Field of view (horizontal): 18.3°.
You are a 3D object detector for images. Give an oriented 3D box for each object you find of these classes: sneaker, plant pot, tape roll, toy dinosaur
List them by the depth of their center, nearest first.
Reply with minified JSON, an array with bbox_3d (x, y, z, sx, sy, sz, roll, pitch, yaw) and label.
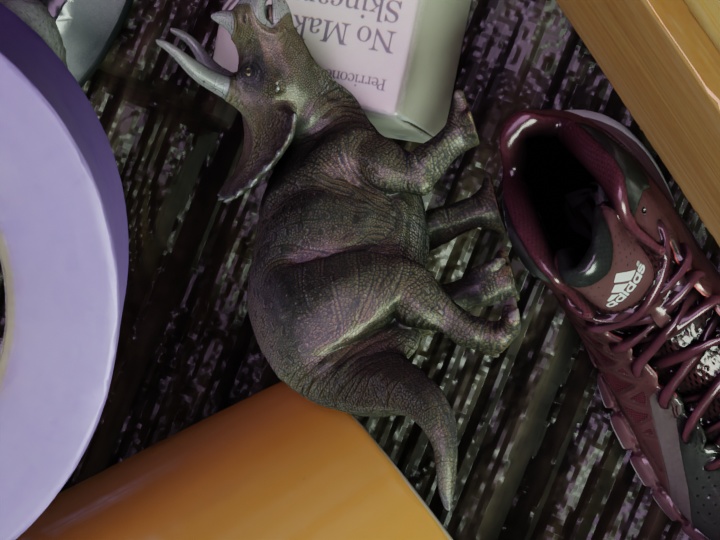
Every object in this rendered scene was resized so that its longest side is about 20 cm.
[{"bbox_3d":[-0.173,0.001,0.704,0.198,0.085,0.202,-1,103,-3],"label":"tape roll"},{"bbox_3d":[0.000,0.000,0.761,0.101,0.077,0.201,-14,65,6],"label":"toy dinosaur"},{"bbox_3d":[0.102,0.026,0.770,0.076,0.115,0.201,-38,75,10],"label":"sneaker"},{"bbox_3d":[-0.052,0.139,0.777,0.183,0.200,0.201,-38,75,-6],"label":"plant pot"}]

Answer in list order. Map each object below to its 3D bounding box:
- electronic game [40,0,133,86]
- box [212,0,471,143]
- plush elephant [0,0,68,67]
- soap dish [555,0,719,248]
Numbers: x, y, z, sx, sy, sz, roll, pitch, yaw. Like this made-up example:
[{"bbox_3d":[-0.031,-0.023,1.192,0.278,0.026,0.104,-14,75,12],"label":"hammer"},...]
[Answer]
[{"bbox_3d":[-0.182,-0.144,0.911,0.198,0.042,0.202,0,90,12],"label":"electronic game"},{"bbox_3d":[0.007,-0.155,0.842,0.082,0.068,0.202,9,87,16],"label":"box"},{"bbox_3d":[-0.219,-0.052,0.809,0.201,0.154,0.165,-62,27,19],"label":"plush elephant"},{"bbox_3d":[0.178,-0.070,0.762,0.157,0.081,0.201,-32,74,-1],"label":"soap dish"}]
